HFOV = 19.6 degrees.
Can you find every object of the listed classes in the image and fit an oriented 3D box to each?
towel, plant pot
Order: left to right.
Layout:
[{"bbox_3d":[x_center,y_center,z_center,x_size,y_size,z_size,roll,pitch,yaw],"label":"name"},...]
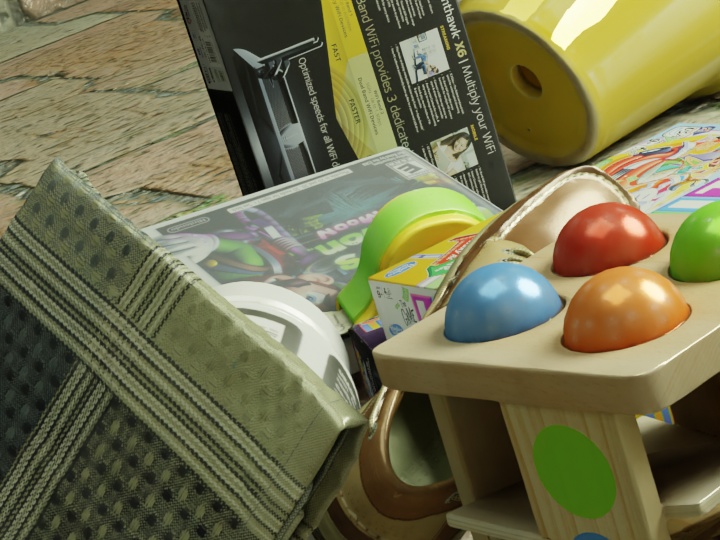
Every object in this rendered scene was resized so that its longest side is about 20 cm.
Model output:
[{"bbox_3d":[-0.102,0.083,0.762,0.200,0.193,0.035,40,10,38],"label":"towel"},{"bbox_3d":[0.161,-0.176,1.395,0.189,0.201,0.201,-45,28,-27],"label":"plant pot"}]

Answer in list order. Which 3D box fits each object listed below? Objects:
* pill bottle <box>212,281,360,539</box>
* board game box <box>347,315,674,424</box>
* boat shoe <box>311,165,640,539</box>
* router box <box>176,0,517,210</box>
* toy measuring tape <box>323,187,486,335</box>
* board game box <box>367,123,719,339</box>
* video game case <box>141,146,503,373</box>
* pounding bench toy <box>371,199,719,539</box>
[{"bbox_3d":[-0.058,0.081,0.880,0.114,0.114,0.200,-15,16,9],"label":"pill bottle"},{"bbox_3d":[0.109,0.034,0.966,0.200,0.057,0.165,-20,14,-7],"label":"board game box"},{"bbox_3d":[0.056,0.032,0.787,0.200,0.076,0.074,-54,-2,-33],"label":"boat shoe"},{"bbox_3d":[-0.006,-0.102,1.278,0.157,0.200,0.052,-22,15,-19],"label":"router box"},{"bbox_3d":[0.000,0.000,1.051,0.200,0.074,0.074,-11,14,-14],"label":"toy measuring tape"},{"bbox_3d":[0.121,-0.016,0.952,0.200,0.034,0.134,-27,18,-28],"label":"board game box"},{"bbox_3d":[-0.011,-0.004,1.153,0.200,0.023,0.182,-19,33,-26],"label":"video game case"},{"bbox_3d":[0.126,0.061,0.672,0.124,0.156,0.200,-29,20,-36],"label":"pounding bench toy"}]
